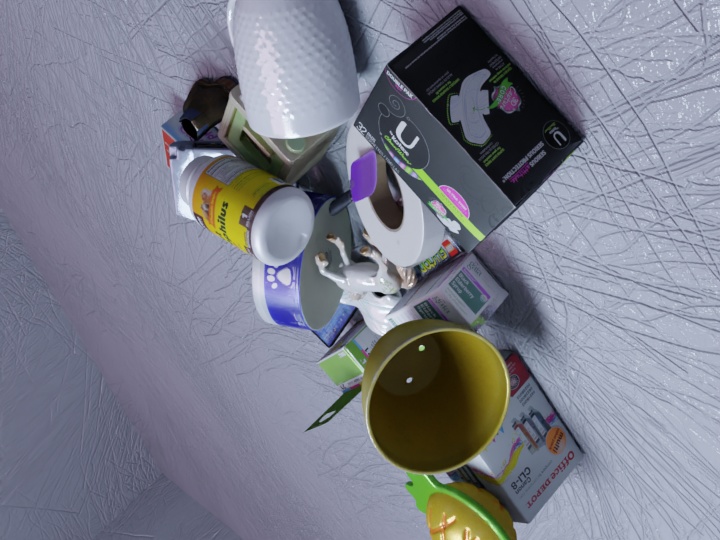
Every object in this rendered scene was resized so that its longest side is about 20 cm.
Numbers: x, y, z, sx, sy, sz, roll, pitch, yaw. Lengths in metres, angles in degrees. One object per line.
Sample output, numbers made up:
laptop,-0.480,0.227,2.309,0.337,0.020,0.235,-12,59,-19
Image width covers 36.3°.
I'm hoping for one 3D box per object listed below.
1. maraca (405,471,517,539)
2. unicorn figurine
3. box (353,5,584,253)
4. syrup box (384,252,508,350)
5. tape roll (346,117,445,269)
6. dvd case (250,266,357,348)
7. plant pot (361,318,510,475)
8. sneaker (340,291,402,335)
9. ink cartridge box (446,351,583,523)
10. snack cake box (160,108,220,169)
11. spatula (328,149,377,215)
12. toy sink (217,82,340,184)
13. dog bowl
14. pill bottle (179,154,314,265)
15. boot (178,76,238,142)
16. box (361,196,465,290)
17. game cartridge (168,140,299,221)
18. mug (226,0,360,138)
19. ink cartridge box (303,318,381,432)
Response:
maraca,0.139,0.350,1.552,0.199,0.107,0.139,35,145,26
unicorn figurine,0.000,0.000,1.581,0.198,0.074,0.138,17,154,45
box,0.114,-0.150,1.202,0.200,0.124,0.149,48,156,4
syrup box,0.117,0.050,1.539,0.079,0.081,0.200,46,157,-5
tape roll,0.043,-0.105,1.415,0.203,0.037,0.205,49,150,41
dvd case,-0.091,0.020,1.864,0.200,0.017,0.143,44,133,10
plant pot,0.081,0.145,1.454,0.202,0.198,0.142,60,174,-25
sneaker,-0.004,0.021,1.737,0.199,0.070,0.081,31,136,29
ink cartridge box,0.197,0.242,1.607,0.201,0.145,0.144,54,155,-14
snack cake box,-0.246,-0.169,1.855,0.199,0.067,0.116,41,157,17
spatula,-0.013,-0.105,1.467,0.200,0.020,0.058,139,130,-71
toy sink,-0.108,-0.208,1.508,0.131,0.112,0.200,47,156,2
dog bowl,-0.084,-0.016,1.630,0.077,0.202,0.202,9,141,20
pill bottle,-0.162,-0.091,1.513,0.199,0.109,0.110,28,149,39
boot,-0.260,-0.247,1.727,0.075,0.097,0.199,55,155,-15
box,0.078,-0.048,1.519,0.110,0.035,0.200,49,156,0
game cartridge,-0.191,-0.131,1.686,0.196,0.041,0.136,2,117,5
mug,-0.100,-0.282,1.346,0.199,0.147,0.178,27,138,43
ink cartridge box,-0.028,0.166,1.810,0.076,0.200,0.148,48,156,-3
